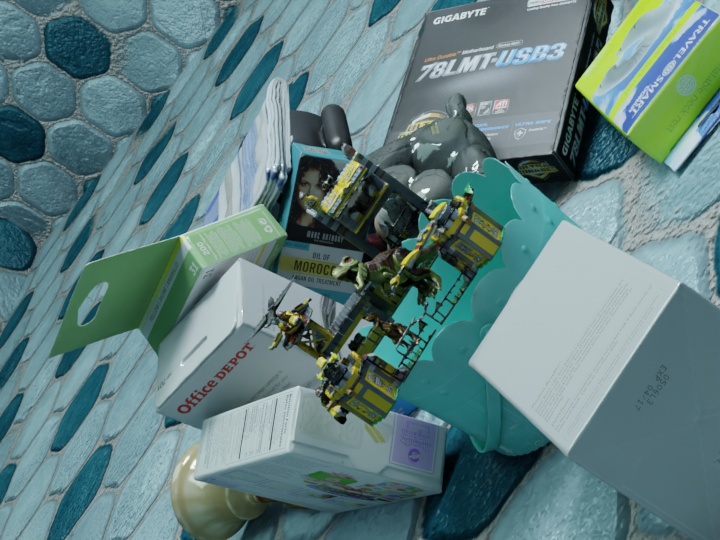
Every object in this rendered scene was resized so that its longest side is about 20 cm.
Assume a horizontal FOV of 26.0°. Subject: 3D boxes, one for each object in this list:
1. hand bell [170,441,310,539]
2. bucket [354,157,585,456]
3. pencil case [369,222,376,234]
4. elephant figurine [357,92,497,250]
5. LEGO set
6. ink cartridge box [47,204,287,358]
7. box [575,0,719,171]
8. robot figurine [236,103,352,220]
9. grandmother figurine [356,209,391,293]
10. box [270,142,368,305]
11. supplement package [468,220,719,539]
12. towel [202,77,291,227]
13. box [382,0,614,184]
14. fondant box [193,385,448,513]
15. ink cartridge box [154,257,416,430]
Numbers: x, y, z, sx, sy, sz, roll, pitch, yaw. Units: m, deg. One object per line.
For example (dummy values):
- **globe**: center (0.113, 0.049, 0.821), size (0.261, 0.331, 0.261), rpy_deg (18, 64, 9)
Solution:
- **hand bell**: center (-0.088, 0.214, 1.514), size (0.199, 0.104, 0.105), rpy_deg (-9, 48, 50)
- **bucket**: center (0.103, 0.033, 1.193), size (0.207, 0.134, 0.208), rpy_deg (-49, 18, 22)
- **pencil case**: center (0.064, -0.101, 1.617), size (0.200, 0.085, 0.093), rpy_deg (-34, 12, 49)
- **elephant figurine**: center (0.074, -0.019, 1.370), size (0.154, 0.201, 0.142), rpy_deg (-26, 36, -15)
- **LEGO set**: center (-0.003, 0.000, 1.113), size (0.201, 0.115, 0.154), rpy_deg (-54, 19, 8)
- **ink cartridge box**: center (-0.174, 0.024, 1.419), size (0.199, 0.048, 0.146), rpy_deg (-23, -25, -40)
- **box**: center (0.252, -0.166, 1.294), size (0.122, 0.047, 0.200), rpy_deg (-53, 17, 12)
- **robot figurine**: center (-0.067, -0.087, 1.616), size (0.201, 0.123, 0.151), rpy_deg (-104, 6, -54)
- **grandmother figurine**: center (0.000, 0.000, 1.558), size (0.061, 0.121, 0.201), rpy_deg (51, 121, 26)
- **box**: center (-0.041, -0.013, 1.475), size (0.049, 0.081, 0.202), rpy_deg (-128, 48, -70)
- **supplement package**: center (0.171, 0.064, 0.981), size (0.122, 0.119, 0.200), rpy_deg (-56, 17, 4)
- **towel**: center (-0.116, -0.077, 1.534), size (0.148, 0.024, 0.201), rpy_deg (-93, 27, -44)
- **box**: center (0.127, -0.171, 1.473), size (0.198, 0.050, 0.200), rpy_deg (-3, 58, 36)
- **fondant box**: center (-0.037, 0.156, 1.322), size (0.200, 0.143, 0.059), rpy_deg (-23, 54, 59)
- **ink cartridge box**: center (-0.066, 0.094, 1.415), size (0.146, 0.199, 0.086), rpy_deg (-43, 33, 35)
